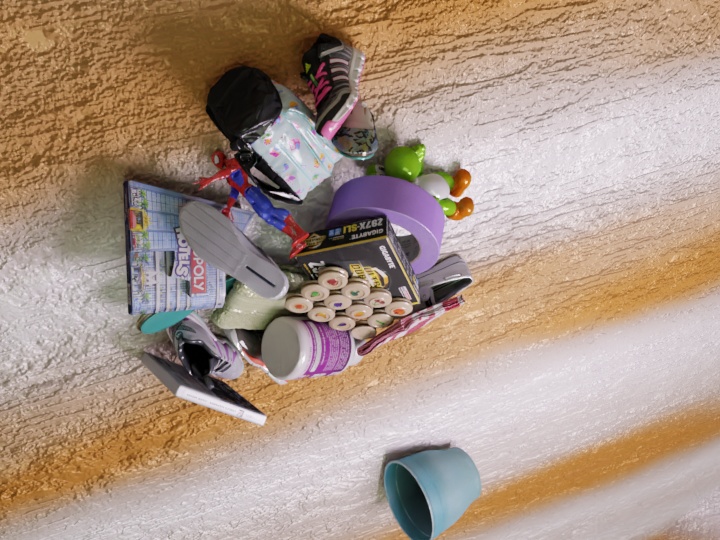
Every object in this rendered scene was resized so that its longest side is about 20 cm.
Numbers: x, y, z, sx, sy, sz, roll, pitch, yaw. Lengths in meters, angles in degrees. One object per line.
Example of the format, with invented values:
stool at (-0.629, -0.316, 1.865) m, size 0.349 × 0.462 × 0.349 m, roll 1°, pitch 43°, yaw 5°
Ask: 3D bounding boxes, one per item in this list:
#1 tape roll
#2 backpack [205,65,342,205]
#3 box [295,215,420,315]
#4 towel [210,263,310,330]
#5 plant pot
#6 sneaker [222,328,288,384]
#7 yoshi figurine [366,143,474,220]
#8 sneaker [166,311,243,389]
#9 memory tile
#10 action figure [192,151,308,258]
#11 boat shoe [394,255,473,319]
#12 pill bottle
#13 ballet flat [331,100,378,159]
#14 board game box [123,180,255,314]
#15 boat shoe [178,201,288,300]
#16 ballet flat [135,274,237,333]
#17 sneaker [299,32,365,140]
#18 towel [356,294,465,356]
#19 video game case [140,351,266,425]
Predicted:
tape roll at (0.041, -0.070, 1.102) m, size 0.195 × 0.067 × 0.201 m, roll 10°, pitch 151°, yaw 6°
backpack at (-0.118, -0.193, 0.963) m, size 0.126 × 0.168 × 0.200 m, roll -37°, pitch 138°, yaw 9°
box at (0.000, 0.000, 1.095) m, size 0.156 × 0.050 × 0.201 m, roll -9°, pitch 145°, yaw 16°
towel at (-0.156, 0.050, 1.161) m, size 0.198 × 0.037 × 0.149 m, roll 11°, pitch 123°, yaw -52°
plant pot at (0.186, 0.528, 1.598) m, size 0.185 × 0.200 × 0.204 m, roll -16°, pitch 131°, yaw -29°
sneaker at (-0.182, 0.138, 1.241) m, size 0.082 × 0.077 × 0.200 m, roll -46°, pitch 137°, yaw -4°
yoshi figurine at (0.109, -0.155, 1.120) m, size 0.196 × 0.112 × 0.114 m, roll 10°, pitch 105°, yaw -25°
sneaker at (-0.269, 0.167, 1.167) m, size 0.077 × 0.140 × 0.200 m, roll -40°, pitch 129°, yaw 3°
memory tile at (-0.020, 0.062, 1.128) m, size 0.198 × 0.017 × 0.152 m, roll 24°, pitch 140°, yaw -33°
action figure at (-0.178, -0.095, 0.994) m, size 0.098 × 0.201 × 0.065 m, roll -36°, pitch 169°, yaw -24°
boat shoe at (0.129, 0.044, 1.289) m, size 0.198 × 0.067 × 0.074 m, roll -34°, pitch 130°, yaw 5°
pill bottle at (-0.080, 0.142, 1.221) m, size 0.198 × 0.113 × 0.113 m, roll 5°, pitch 126°, yaw -51°
ballet flat at (-0.008, -0.216, 0.971) m, size 0.072 × 0.201 × 0.076 m, roll -1°, pitch 110°, yaw -3°
board game box at (-0.265, -0.037, 1.031) m, size 0.196 × 0.061 × 0.205 m, roll -4°, pitch 95°, yaw -29°
boat shoe at (-0.195, -0.024, 1.000) m, size 0.200 × 0.071 × 0.072 m, roll 43°, pitch 85°, yaw -7°
ballet flat at (-0.292, 0.037, 1.110) m, size 0.197 × 0.071 × 0.072 m, roll -28°, pitch 131°, yaw -12°
sneaker at (-0.049, -0.266, 0.925) m, size 0.086 × 0.203 × 0.074 m, roll 27°, pitch 137°, yaw -20°
towel at (0.099, 0.105, 1.250) m, size 0.198 × 0.023 × 0.144 m, roll -17°, pitch 165°, yaw -44°
video game case at (-0.282, 0.210, 1.167) m, size 0.180 × 0.198 × 0.024 m, roll 30°, pitch 82°, yaw -35°
